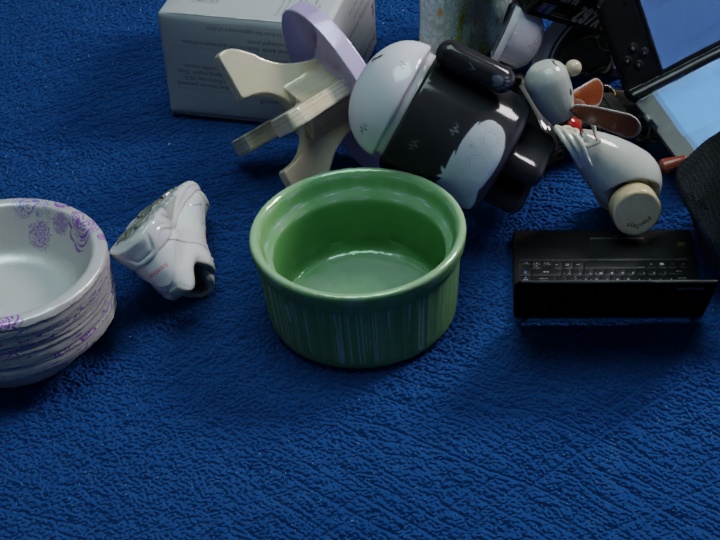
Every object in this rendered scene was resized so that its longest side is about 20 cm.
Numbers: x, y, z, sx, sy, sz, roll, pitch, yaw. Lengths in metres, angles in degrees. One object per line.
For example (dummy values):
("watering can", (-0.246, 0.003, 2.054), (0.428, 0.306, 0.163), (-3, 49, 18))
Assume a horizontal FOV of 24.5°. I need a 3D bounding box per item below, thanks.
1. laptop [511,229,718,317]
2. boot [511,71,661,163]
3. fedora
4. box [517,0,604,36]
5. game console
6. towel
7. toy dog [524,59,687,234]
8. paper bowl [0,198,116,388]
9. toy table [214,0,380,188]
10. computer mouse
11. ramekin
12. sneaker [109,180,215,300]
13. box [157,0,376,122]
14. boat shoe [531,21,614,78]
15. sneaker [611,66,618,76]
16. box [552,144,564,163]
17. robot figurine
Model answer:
("laptop", (0.229, -0.012, 1.530), (0.176, 0.104, 0.200), (0, 38, 5))
("boot", (0.238, -0.158, 1.719), (0.173, 0.069, 0.200), (6, 29, -9))
("fedora", (0.351, -0.066, 1.553), (0.091, 0.201, 0.201), (-22, 37, 10))
("box", (0.217, -0.327, 1.775), (0.200, 0.049, 0.160), (7, 47, -44))
("game console", (0.367, -0.229, 1.671), (0.199, 0.171, 0.118), (-27, 27, -5))
("towel", (0.124, -0.316, 1.845), (0.048, 0.172, 0.200), (12, 28, 28))
("toy dog", (0.246, -0.128, 1.595), (0.096, 0.200, 0.132), (-34, 46, 6))
("paper bowl", (-0.325, 0.029, 1.527), (0.200, 0.105, 0.201), (-3, 38, 2))
("toy table", (-0.054, -0.161, 1.693), (0.117, 0.184, 0.200), (-33, 86, -21))
("computer mouse", (0.169, -0.248, 1.776), (0.044, 0.110, 0.200), (25, 13, -2))
("ramekin", (0.000, 0.000, 1.539), (0.199, 0.098, 0.200), (-3, 38, 2))
("sneaker", (-0.178, -0.019, 1.610), (0.078, 0.099, 0.200), (-35, 10, 19))
("box", (-0.100, -0.273, 1.869), (0.199, 0.131, 0.199), (7, 39, 13))
("boat shoe", (0.266, -0.249, 1.832), (0.071, 0.072, 0.200), (28, 35, 31))
("sneaker", (0.369, -0.205, 1.760), (0.199, 0.075, 0.087), (4, 15, 38))
("box", (0.096, -0.149, 1.779), (0.163, 0.021, 0.200), (-20, 41, -23))
("robot figurine", (0.086, -0.139, 1.600), (0.200, 0.151, 0.125), (29, 6, -1))
